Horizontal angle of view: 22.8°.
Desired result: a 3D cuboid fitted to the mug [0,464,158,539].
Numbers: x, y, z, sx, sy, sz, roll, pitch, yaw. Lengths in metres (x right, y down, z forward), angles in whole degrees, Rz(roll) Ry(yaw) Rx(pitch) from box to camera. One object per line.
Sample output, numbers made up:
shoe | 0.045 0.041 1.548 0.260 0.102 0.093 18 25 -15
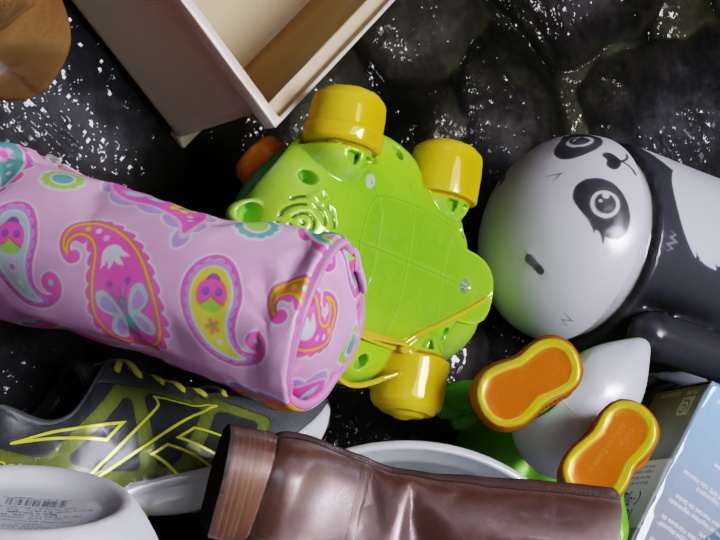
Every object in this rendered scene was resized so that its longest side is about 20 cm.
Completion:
mug | -0.166 0.172 0.724 0.148 0.200 0.176 -40 137 -76

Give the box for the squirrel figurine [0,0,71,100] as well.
squirrel figurine | -0.208 -0.164 0.727 0.141 0.200 0.187 -24 84 -27

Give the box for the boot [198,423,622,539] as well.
boot | 0.017 0.172 0.809 0.200 0.064 0.187 12 101 -11

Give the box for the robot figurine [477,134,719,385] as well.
robot figurine | 0.163 -0.006 1.018 0.200 0.150 0.125 17 83 -30

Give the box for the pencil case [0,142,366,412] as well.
pencil case | -0.098 -0.001 0.787 0.087 0.200 0.088 16 90 -70

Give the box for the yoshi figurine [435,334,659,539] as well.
yoshi figurine | 0.092 0.093 0.929 0.112 0.200 0.113 1 83 4

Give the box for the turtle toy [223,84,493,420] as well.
turtle toy | 0.000 0.000 0.898 0.200 0.101 0.146 24 72 -45

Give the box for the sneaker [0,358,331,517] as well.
sneaker | -0.099 0.075 0.842 0.200 0.074 0.085 -20 95 -37

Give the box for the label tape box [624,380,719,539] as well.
label tape box | 0.186 0.183 0.968 0.144 0.063 0.200 36 69 -15

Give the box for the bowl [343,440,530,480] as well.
bowl | 0.016 0.169 0.881 0.201 0.090 0.202 -1 101 -5

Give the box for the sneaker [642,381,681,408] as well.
sneaker | 0.184 0.128 1.057 0.200 0.073 0.082 -38 109 -24

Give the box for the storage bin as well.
storage bin | -0.069 -0.201 0.897 0.200 0.094 0.199 52 57 -18
